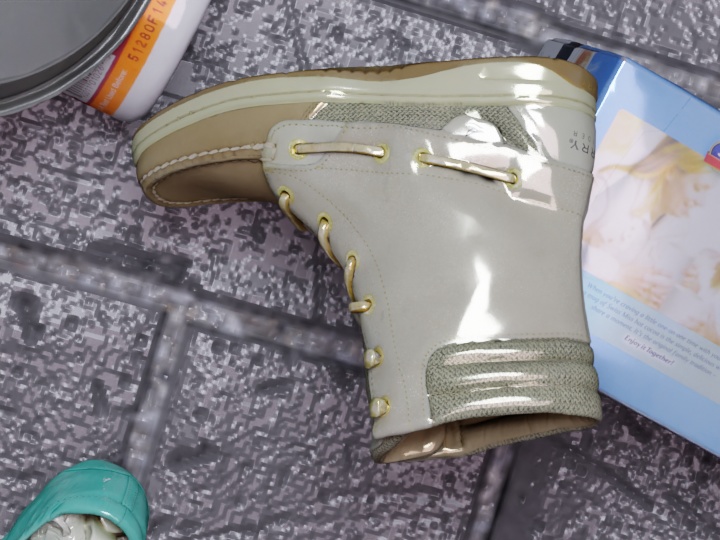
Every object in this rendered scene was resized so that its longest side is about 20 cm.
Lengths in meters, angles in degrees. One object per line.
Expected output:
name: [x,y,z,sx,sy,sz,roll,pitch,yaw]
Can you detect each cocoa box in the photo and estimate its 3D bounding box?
cocoa box: [0.151,0.002,1.122,0.199,0.131,0.134,29,94,-12]

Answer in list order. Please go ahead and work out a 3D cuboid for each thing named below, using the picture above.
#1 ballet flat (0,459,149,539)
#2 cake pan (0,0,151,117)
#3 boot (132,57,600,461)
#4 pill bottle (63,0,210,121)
ballet flat: [-0.167,0.171,1.130,0.067,0.070,0.200,38,92,-13]
cake pan: [-0.161,-0.157,0.973,0.199,0.037,0.201,-1,92,-20]
boot: [0.000,0.000,1.022,0.199,0.072,0.156,-5,76,17]
pill bottle: [-0.160,-0.151,1.061,0.199,0.110,0.110,26,94,-12]
